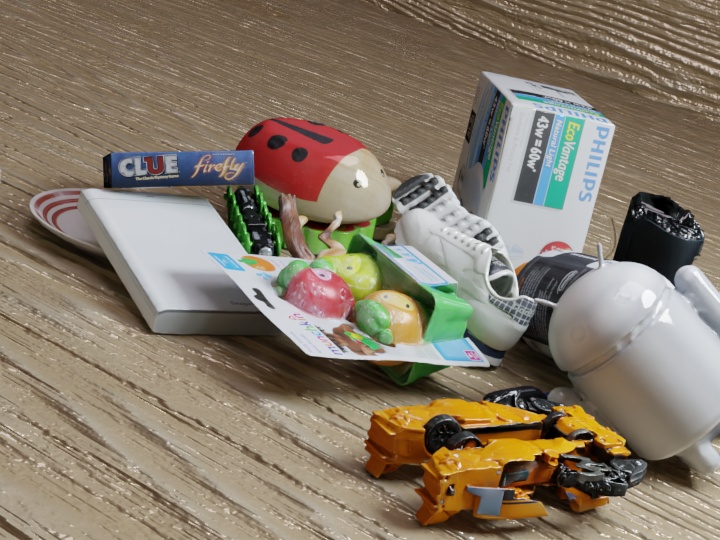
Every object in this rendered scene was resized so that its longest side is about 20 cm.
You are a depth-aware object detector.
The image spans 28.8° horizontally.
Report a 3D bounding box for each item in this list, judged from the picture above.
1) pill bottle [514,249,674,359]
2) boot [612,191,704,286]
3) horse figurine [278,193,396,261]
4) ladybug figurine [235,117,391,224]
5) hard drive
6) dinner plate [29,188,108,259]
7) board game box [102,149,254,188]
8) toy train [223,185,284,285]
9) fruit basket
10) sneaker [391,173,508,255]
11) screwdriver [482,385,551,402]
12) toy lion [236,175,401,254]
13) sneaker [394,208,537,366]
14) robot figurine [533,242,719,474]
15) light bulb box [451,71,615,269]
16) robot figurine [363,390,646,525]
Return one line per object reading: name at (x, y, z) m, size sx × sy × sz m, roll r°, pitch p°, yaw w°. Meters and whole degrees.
pill bottle at (0.206, 0.037, 1.314) m, size 0.106 × 0.107 × 0.200 m, roll 8°, pitch 5°, yaw -22°
boot at (0.273, 0.000, 1.412) m, size 0.076 × 0.169 × 0.200 m, roll 10°, pitch 17°, yaw -14°
horse figurine at (0.000, 0.000, 1.349) m, size 0.200 × 0.050 × 0.133 m, roll 24°, pitch 33°, yaw -20°
ladybug figurine at (-0.055, -0.113, 1.509) m, size 0.200 × 0.072 × 0.136 m, roll 22°, pitch 33°, yaw 28°
hard drive at (-0.161, -0.010, 1.261) m, size 0.132 × 0.027 × 0.200 m, roll 3°, pitch 32°, yaw -34°
dinner plate at (-0.222, -0.037, 1.362) m, size 0.199 × 0.024 × 0.200 m, roll 14°, pitch 18°, yaw -5°
board game box at (-0.186, -0.101, 1.402) m, size 0.135 × 0.035 × 0.200 m, roll -2°, pitch 4°, yaw -13°
toy train at (-0.108, -0.035, 1.395) m, size 0.042 × 0.057 × 0.200 m, roll -2°, pitch 21°, yaw -11°
fruit basket at (-0.010, 0.024, 1.189) m, size 0.200 × 0.094 × 0.185 m, roll 12°, pitch 19°, yaw -40°
sneaker at (0.106, -0.023, 1.516) m, size 0.075 × 0.081 × 0.200 m, roll -28°, pitch 45°, yaw -5°
screwdriver at (0.185, 0.110, 1.221) m, size 0.199 × 0.028 × 0.029 m, roll -2°, pitch -6°, yaw -35°
toy lion at (-0.061, -0.073, 1.565) m, size 0.200 × 0.069 × 0.191 m, roll 25°, pitch 27°, yaw 31°
sneaker at (0.101, -0.001, 1.330) m, size 0.076 × 0.081 × 0.200 m, roll 11°, pitch 33°, yaw -40°
robot figurine at (0.233, 0.075, 1.151) m, size 0.200 × 0.170 × 0.113 m, roll 48°, pitch -7°, yaw -5°
light bulb box at (0.193, -0.111, 1.645) m, size 0.124 × 0.199 × 0.200 m, roll 10°, pitch 16°, yaw -8°
robot figurine at (0.110, 0.137, 1.031) m, size 0.199 × 0.058 × 0.145 m, roll 3°, pitch 21°, yaw -32°
